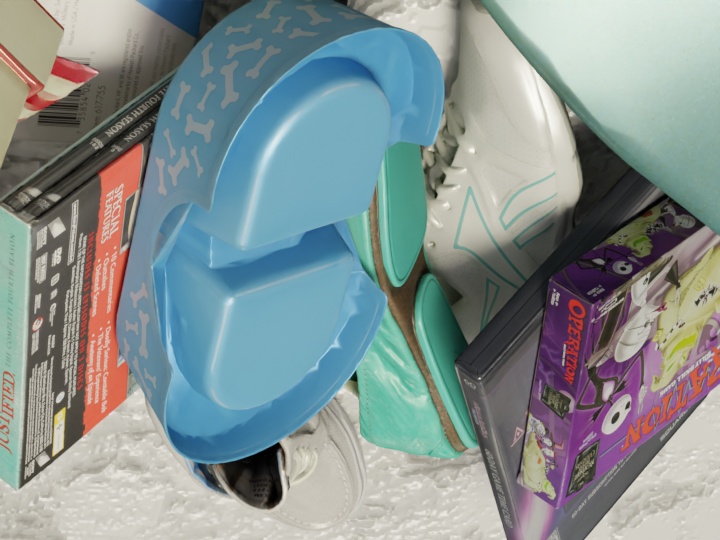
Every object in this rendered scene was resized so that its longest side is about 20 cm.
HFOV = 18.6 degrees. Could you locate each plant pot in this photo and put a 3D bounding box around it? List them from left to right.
[{"bbox_3d":[0.131,-0.125,0.868,0.200,0.142,0.141,31,116,-27],"label":"plant pot"}]

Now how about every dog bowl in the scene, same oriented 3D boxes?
[{"bbox_3d":[-0.036,-0.018,0.840,0.111,0.050,0.201,-19,138,-39],"label":"dog bowl"}]

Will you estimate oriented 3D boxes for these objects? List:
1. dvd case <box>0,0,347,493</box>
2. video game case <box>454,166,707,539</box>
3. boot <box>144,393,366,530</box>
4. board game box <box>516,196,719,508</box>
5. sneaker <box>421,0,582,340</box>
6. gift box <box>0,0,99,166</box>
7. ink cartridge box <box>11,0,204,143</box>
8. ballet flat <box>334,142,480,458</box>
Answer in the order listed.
[{"bbox_3d":[-0.076,-0.019,0.878,0.200,0.022,0.146,-42,153,-39],"label":"dvd case"},{"bbox_3d":[0.108,0.048,1.004,0.143,0.019,0.200,-46,150,-18],"label":"video game case"},{"bbox_3d":[-0.051,0.082,1.014,0.073,0.096,0.200,-30,130,10],"label":"boot"},{"bbox_3d":[0.149,0.012,0.986,0.200,0.032,0.120,-32,146,-36],"label":"board game box"},{"bbox_3d":[0.056,-0.037,0.962,0.080,0.071,0.201,-11,132,1],"label":"sneaker"},{"bbox_3d":[-0.203,-0.057,0.701,0.199,0.187,0.185,-20,129,27],"label":"gift box"},{"bbox_3d":[-0.163,-0.115,0.837,0.199,0.068,0.116,2,128,-17],"label":"ink cartridge box"},{"bbox_3d":[0.000,0.000,0.936,0.070,0.067,0.201,-4,124,19],"label":"ballet flat"}]
